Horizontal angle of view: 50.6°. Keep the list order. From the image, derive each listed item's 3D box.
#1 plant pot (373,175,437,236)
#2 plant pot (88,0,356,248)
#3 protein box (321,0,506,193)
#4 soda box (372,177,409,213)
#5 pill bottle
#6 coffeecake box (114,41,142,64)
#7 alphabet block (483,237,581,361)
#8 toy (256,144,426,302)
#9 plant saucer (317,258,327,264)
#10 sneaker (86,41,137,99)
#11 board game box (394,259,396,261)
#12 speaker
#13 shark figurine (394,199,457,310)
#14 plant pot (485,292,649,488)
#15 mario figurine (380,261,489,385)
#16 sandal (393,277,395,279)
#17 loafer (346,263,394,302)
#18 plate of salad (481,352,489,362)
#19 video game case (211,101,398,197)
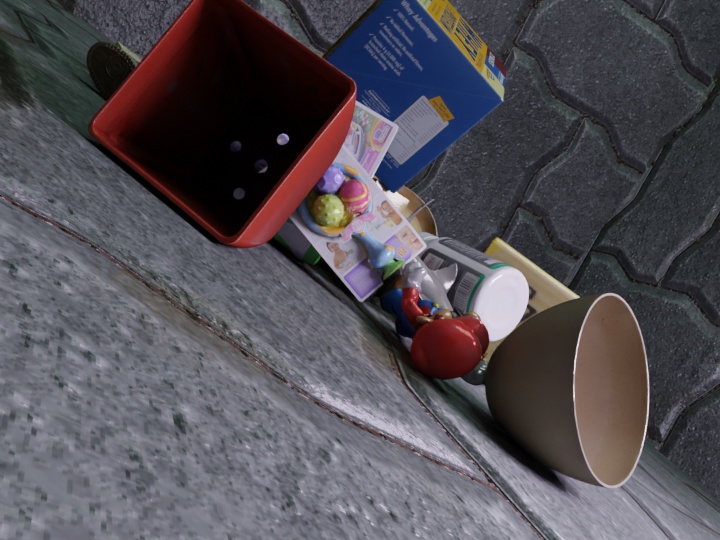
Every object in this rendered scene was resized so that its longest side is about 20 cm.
[{"bbox_3d":[0.031,-0.074,1.271,0.199,0.200,0.028,37,-38,9],"label":"plant pot"},{"bbox_3d":[-0.126,-0.140,0.823,0.199,0.200,0.176,37,-5,13],"label":"plant pot"},{"bbox_3d":[0.059,-0.257,1.028,0.199,0.200,0.135,44,29,-14],"label":"protein box"},{"bbox_3d":[-0.015,-0.108,1.139,0.067,0.064,0.200,30,-2,-32],"label":"soda box"},{"bbox_3d":[0.145,0.017,1.144,0.113,0.114,0.200,32,0,-42],"label":"pill bottle"},{"bbox_3d":[-0.336,-0.287,1.275,0.199,0.073,0.154,35,5,-28],"label":"coffeecake box"},{"bbox_3d":[0.269,0.086,1.335,0.200,0.197,0.195,38,4,17],"label":"alphabet block"},{"bbox_3d":[-0.018,-0.076,0.915,0.200,0.115,0.047,51,-19,-1],"label":"toy"},{"bbox_3d":[-0.119,-0.083,1.133,0.199,0.037,0.200,37,5,9],"label":"plant saucer"},{"bbox_3d":[-0.324,-0.264,1.168,0.200,0.071,0.112,45,9,0],"label":"sneaker"},{"bbox_3d":[-0.022,-0.065,1.115,0.199,0.020,0.103,29,0,4],"label":"board game box"},{"bbox_3d":[-0.118,-0.095,0.980,0.199,0.089,0.088,37,5,1],"label":"speaker"},{"bbox_3d":[0.094,0.001,1.040,0.216,0.089,0.128,66,-14,-22],"label":"shark figurine"},{"bbox_3d":[0.218,0.128,0.842,0.134,0.202,0.200,-4,-24,40],"label":"plant pot"},{"bbox_3d":[0.099,0.062,0.901,0.123,0.107,0.200,21,7,-21],"label":"mario figurine"},{"bbox_3d":[0.037,-0.003,1.278,0.200,0.075,0.045,39,14,-1],"label":"sandal"},{"bbox_3d":[0.000,0.000,1.074,0.071,0.074,0.200,27,-2,11],"label":"loafer"},{"bbox_3d":[0.144,0.105,1.156,0.199,0.048,0.200,37,5,-4],"label":"plate of salad"},{"bbox_3d":[-0.068,-0.173,0.957,0.199,0.144,0.018,30,-16,-6],"label":"video game case"}]
